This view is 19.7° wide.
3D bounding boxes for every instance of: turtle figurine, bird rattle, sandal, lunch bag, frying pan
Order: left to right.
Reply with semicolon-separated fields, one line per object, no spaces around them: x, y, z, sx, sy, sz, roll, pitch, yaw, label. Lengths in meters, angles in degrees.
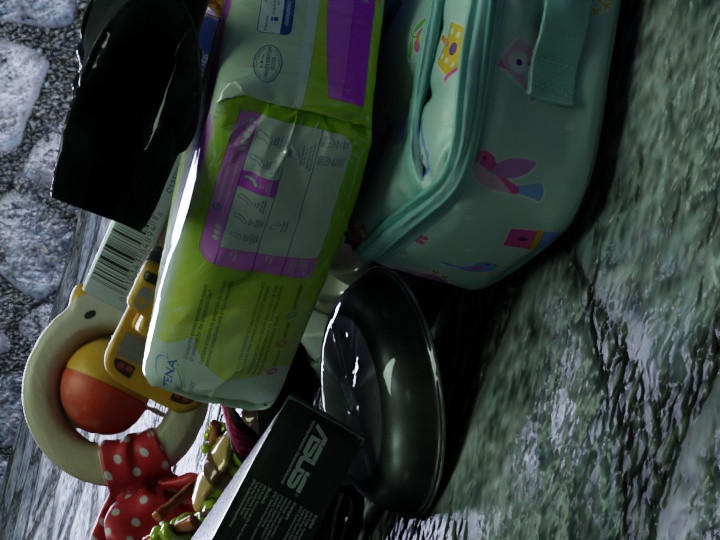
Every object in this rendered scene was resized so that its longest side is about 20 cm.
-0.155;0.096;1.431;0.113;0.162;0.201;-18;-48;-83;bird rattle
-0.075;0.117;1.224;0.162;0.064;0.200;-62;1;17;turtle figurine
-0.053;0.067;1.081;0.075;0.045;0.201;-55;-31;-58;sandal
-0.003;0.067;0.972;0.190;0.031;0.116;138;122;-64;frying pan
0.054;-0.103;0.854;0.160;0.076;0.202;138;143;-71;lunch bag

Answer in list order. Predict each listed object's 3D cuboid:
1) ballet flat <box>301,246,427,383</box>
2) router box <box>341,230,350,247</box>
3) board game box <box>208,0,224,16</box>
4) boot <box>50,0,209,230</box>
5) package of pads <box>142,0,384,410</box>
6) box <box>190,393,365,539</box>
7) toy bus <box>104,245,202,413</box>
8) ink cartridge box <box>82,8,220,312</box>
0.000;0.000;1.004;0.200;0.071;0.070;118;162;-51;ballet flat
-0.005;-0.067;1.143;0.158;0.052;0.201;-101;27;-62;router box
-0.028;-0.264;1.270;0.200;0.046;0.152;-37;29;21;board game box
-0.092;-0.119;0.878;0.200;0.065;0.166;-94;11;-76;boot
-0.040;-0.052;0.897;0.201;0.068;0.155;111;169;-49;package of pads
-0.082;0.178;0.938;0.201;0.047;0.193;-62;5;-33;box
-0.104;0.033;1.214;0.079;0.065;0.200;-62;1;1;toy bus
-0.107;-0.085;1.374;0.200;0.043;0.198;-60;-5;-77;ink cartridge box
